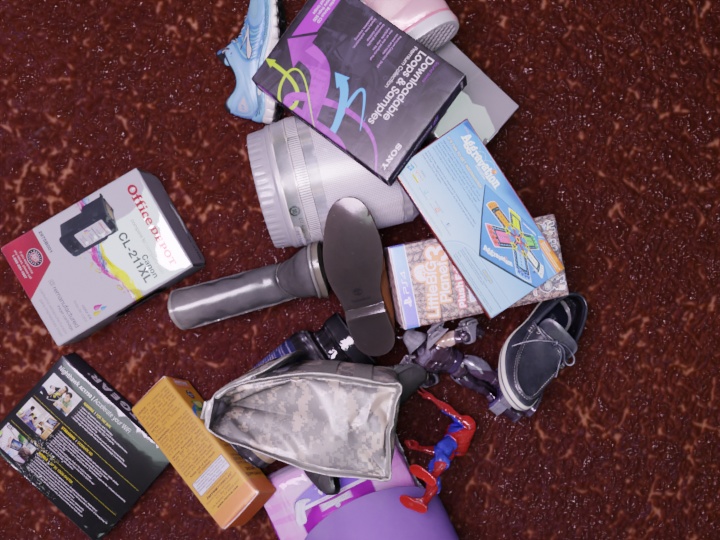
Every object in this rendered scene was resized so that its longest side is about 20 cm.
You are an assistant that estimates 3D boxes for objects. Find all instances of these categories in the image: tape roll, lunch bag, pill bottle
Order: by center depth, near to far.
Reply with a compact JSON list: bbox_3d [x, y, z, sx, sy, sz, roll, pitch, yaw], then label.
[{"bbox_3d":[-0.059,0.148,0.754,0.198,0.164,0.119,7,85,3],"label":"lunch bag"},{"bbox_3d":[0.027,0.362,0.859,0.198,0.085,0.201,-13,132,-15],"label":"tape roll"},{"bbox_3d":[-0.081,0.149,0.894,0.200,0.112,0.112,-39,92,0],"label":"pill bottle"}]

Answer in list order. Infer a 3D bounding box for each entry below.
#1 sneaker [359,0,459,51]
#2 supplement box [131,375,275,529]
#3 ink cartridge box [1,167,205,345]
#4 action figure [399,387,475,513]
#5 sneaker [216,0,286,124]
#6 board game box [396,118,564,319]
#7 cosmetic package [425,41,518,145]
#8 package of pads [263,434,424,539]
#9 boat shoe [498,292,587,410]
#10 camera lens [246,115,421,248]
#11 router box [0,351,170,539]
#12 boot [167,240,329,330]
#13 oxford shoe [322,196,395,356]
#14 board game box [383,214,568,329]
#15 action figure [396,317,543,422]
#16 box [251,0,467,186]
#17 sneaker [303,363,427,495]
[{"bbox_3d":[0.008,-0.282,0.831,0.199,0.075,0.105,-29,80,8],"label":"sneaker"},{"bbox_3d":[-0.199,0.227,0.882,0.200,0.067,0.069,42,89,20],"label":"supplement box"},{"bbox_3d":[-0.325,-0.019,0.898,0.199,0.083,0.147,-31,91,0],"label":"ink cartridge box"},{"bbox_3d":[0.083,0.215,0.875,0.098,0.200,0.066,26,110,21],"label":"action figure"},{"bbox_3d":[-0.145,-0.295,0.902,0.089,0.078,0.202,3,91,2],"label":"sneaker"},{"bbox_3d":[0.132,-0.057,0.783,0.103,0.019,0.201,-33,91,1],"label":"board game box"},{"bbox_3d":[0.095,-0.235,0.906,0.200,0.090,0.107,45,91,-5],"label":"cosmetic package"},{"bbox_3d":[-0.022,0.290,0.916,0.199,0.076,0.121,-26,89,-1],"label":"package of pads"},{"bbox_3d":[0.232,0.093,0.874,0.075,0.062,0.200,49,50,-6],"label":"boat shoe"},{"bbox_3d":[-0.026,-0.121,0.866,0.198,0.160,0.162,-14,91,-1],"label":"camera lens"},{"bbox_3d":[-0.362,0.231,0.917,0.200,0.051,0.149,43,88,-2],"label":"router box"},{"bbox_3d":[-0.140,0.021,0.863,0.198,0.182,0.073,-7,77,-6],"label":"boot"},{"bbox_3d":[0.000,0.000,0.832,0.071,0.071,0.202,-6,117,11],"label":"oxford shoe"},{"bbox_3d":[0.134,0.000,0.873,0.198,0.159,0.098,-11,91,-1],"label":"board game box"},{"bbox_3d":[0.133,0.126,0.902,0.199,0.130,0.070,31,48,-6],"label":"action figure"},{"bbox_3d":[-0.003,-0.209,0.771,0.199,0.036,0.143,37,93,10],"label":"box"},{"bbox_3d":[0.011,0.196,0.860,0.200,0.076,0.091,-41,66,1],"label":"sneaker"}]
